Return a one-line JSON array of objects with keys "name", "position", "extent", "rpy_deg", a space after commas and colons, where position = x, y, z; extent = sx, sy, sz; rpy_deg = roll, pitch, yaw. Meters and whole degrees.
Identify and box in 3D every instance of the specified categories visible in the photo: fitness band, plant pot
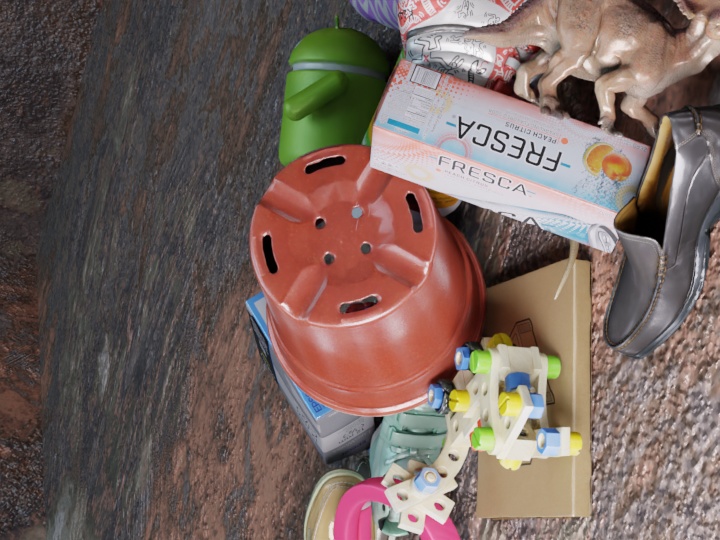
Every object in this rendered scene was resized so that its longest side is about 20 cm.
[{"name": "fitness band", "position": [0.037, 0.276, 1.244], "extent": [0.143, 0.037, 0.202], "rpy_deg": [20, 122, 41]}, {"name": "plant pot", "position": [0.000, 0.000, 1.148], "extent": [0.195, 0.198, 0.203], "rpy_deg": [66, -157, -70]}]

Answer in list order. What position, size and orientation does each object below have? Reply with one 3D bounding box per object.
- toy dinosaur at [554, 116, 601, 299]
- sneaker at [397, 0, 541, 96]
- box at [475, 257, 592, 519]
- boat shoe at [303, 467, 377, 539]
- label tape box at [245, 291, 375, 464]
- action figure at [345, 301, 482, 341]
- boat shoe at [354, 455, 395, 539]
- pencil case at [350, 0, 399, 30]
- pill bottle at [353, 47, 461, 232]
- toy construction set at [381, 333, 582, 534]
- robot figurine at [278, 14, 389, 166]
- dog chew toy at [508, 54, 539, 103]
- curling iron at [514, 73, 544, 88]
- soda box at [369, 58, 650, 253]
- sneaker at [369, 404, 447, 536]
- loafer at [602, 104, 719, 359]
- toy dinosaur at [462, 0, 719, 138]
[{"name": "toy dinosaur", "position": [0.166, -0.071, 1.119], "extent": [0.201, 0.058, 0.102], "rpy_deg": [-99, 11, -53]}, {"name": "sneaker", "position": [0.128, -0.182, 1.065], "extent": [0.067, 0.199, 0.109], "rpy_deg": [-33, -58, -89]}, {"name": "box", "position": [0.141, 0.103, 1.150], "extent": [0.163, 0.021, 0.202], "rpy_deg": [156, 118, -65]}, {"name": "boat shoe", "position": [-0.022, 0.291, 1.335], "extent": [0.076, 0.071, 0.202], "rpy_deg": [-81, -5, -71]}, {"name": "label tape box", "position": [-0.047, 0.113, 1.403], "extent": [0.144, 0.066, 0.201], "rpy_deg": [56, 166, 24]}, {"name": "action figure", "position": [0.057, 0.060, 1.339], "extent": [0.199, 0.098, 0.066], "rpy_deg": [-9, 71, 45]}, {"name": "boat shoe", "position": [-0.007, 0.283, 1.418], "extent": [0.072, 0.060, 0.204], "rpy_deg": [-152, 70, -67]}, {"name": "pencil case", "position": [0.051, -0.283, 1.411], "extent": [0.200, 0.085, 0.085], "rpy_deg": [-151, 71, -68]}, {"name": "pill bottle", "position": [0.061, -0.119, 1.299], "extent": [0.112, 0.110, 0.201], "rpy_deg": [-105, 30, -43]}, {"name": "toy construction set", "position": [0.096, 0.128, 1.118], "extent": [0.200, 0.091, 0.132], "rpy_deg": [-44, 43, 42]}, {"name": "robot figurine", "position": [-0.028, -0.174, 1.534], "extent": [0.175, 0.114, 0.202], "rpy_deg": [8, -92, -82]}, {"name": "dog chew toy", "position": [0.107, -0.186, 1.154], "extent": [0.124, 0.124, 0.202], "rpy_deg": [-32, 41, 63]}, {"name": "curling iron", "position": [0.182, -0.208, 1.015], "extent": [0.200, 0.049, 0.026], "rpy_deg": [-47, 46, 15]}, {"name": "soda box", "position": [0.107, -0.084, 1.033], "extent": [0.069, 0.198, 0.064], "rpy_deg": [94, -162, -68]}, {"name": "sneaker", "position": [0.056, 0.164, 1.273], "extent": [0.201, 0.073, 0.119], "rpy_deg": [107, 165, -49]}, {"name": "loafer", "position": [0.203, -0.028, 0.963], "extent": [0.073, 0.072, 0.202], "rpy_deg": [-118, 39, -54]}, {"name": "toy dinosaur", "position": [0.177, -0.169, 0.973], "extent": [0.086, 0.198, 0.137], "rpy_deg": [-49, -24, -75]}]
